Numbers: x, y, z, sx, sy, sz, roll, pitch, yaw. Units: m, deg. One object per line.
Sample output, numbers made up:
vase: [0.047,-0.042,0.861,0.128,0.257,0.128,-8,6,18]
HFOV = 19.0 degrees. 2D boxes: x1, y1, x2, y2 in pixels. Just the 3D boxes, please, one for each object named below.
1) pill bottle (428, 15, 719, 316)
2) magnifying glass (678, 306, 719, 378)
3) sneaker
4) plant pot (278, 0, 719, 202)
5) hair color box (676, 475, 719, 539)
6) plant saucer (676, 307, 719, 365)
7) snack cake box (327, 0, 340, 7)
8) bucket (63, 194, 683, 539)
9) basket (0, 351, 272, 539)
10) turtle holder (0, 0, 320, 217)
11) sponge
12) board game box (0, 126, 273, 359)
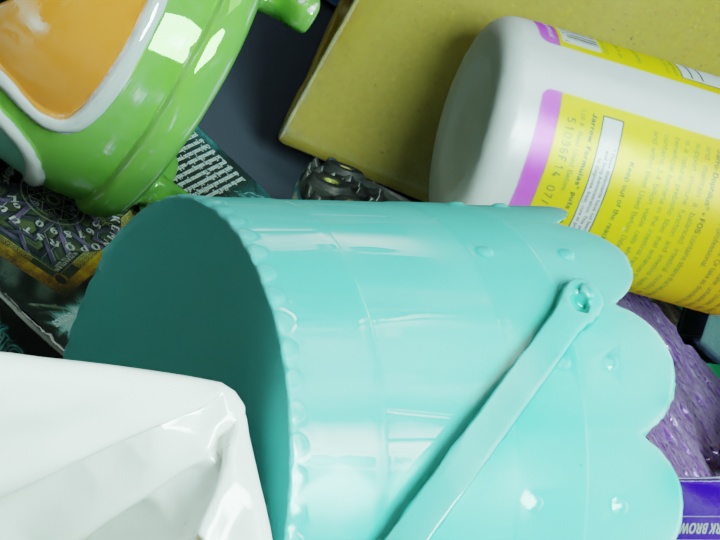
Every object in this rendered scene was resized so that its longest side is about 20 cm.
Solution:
pill bottle: [0.138,-0.039,0.962,0.199,0.105,0.105,15,34,-12]
magnifying glass: [0.176,0.062,1.104,0.079,0.022,0.201,19,33,-33]
sneaker: [0.000,0.000,0.863,0.072,0.073,0.200,28,-1,5]
plant pot: [0.101,-0.127,1.069,0.199,0.195,0.196,29,25,-5]
hair color box: [0.121,0.180,0.693,0.109,0.064,0.201,40,56,-39]
plant saucer: [0.198,-0.051,1.069,0.019,0.201,0.070,17,-2,-4]
snack cake box: [0.035,-0.191,1.199,0.200,0.115,0.067,38,27,0]
bucket: [-0.008,0.071,0.691,0.134,0.208,0.208,6,41,-30]
basket: [-0.129,0.102,0.547,0.199,0.123,0.137,10,62,-43]
turtle holder: [-0.102,-0.108,0.836,0.131,0.141,0.186,28,30,-15]
sponge: [0.127,0.065,0.957,0.112,0.030,0.200,50,19,-10]
board game box: [-0.114,-0.025,0.878,0.135,0.028,0.200,44,28,8]
